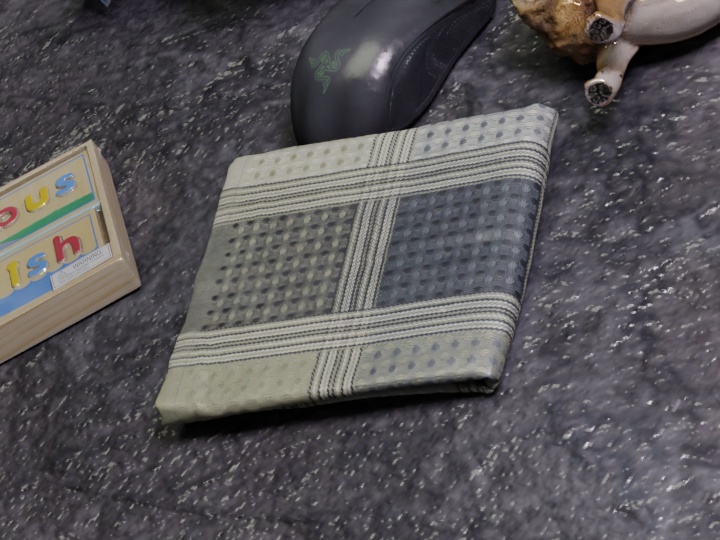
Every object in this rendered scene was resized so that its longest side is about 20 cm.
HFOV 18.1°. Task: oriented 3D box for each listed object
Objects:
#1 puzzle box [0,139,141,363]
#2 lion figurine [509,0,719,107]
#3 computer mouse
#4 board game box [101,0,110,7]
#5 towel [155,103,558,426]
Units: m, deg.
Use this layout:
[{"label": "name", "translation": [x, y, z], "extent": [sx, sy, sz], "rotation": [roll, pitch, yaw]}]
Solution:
[{"label": "puzzle box", "translation": [-0.228, 0.010, 1.329], "extent": [0.199, 0.026, 0.133], "rotation": [-28, 37, 3]}, {"label": "lion figurine", "translation": [0.174, -0.148, 1.211], "extent": [0.198, 0.073, 0.123], "rotation": [-3, 30, 12]}, {"label": "computer mouse", "translation": [0.018, -0.149, 1.318], "extent": [0.138, 0.053, 0.201], "rotation": [7, 51, 38]}, {"label": "board game box", "translation": [-0.128, -0.249, 1.481], "extent": [0.158, 0.039, 0.200], "rotation": [-52, -1, -37]}, {"label": "towel", "translation": [0.000, 0.000, 1.189], "extent": [0.198, 0.035, 0.194], "rotation": [-7, 46, 24]}]
